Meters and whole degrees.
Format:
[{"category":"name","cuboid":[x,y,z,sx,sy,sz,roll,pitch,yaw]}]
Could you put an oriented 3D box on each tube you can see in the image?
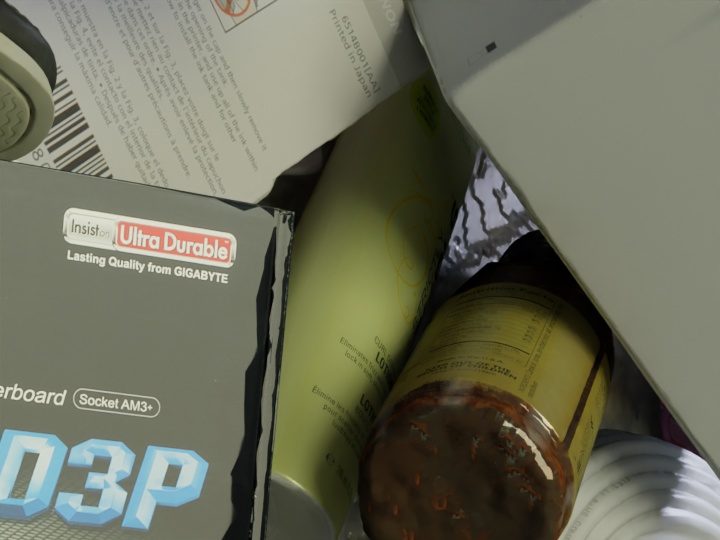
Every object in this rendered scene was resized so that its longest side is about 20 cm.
[{"category":"tube","cuboid":[0.000,0.000,0.805,0.052,0.058,0.201,29,51,-7]}]

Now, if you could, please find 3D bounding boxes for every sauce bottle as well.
[{"category":"sauce bottle","cuboid":[0.047,0.036,0.799,0.200,0.066,0.066,-51,121,-70]}]

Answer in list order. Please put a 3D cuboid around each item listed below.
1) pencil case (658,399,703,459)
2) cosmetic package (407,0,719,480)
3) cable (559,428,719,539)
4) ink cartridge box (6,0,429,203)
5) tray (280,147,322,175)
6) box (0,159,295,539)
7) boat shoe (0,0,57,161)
[{"category":"pencil case","cuboid":[0.164,-0.018,0.971,0.087,0.087,0.201,37,54,-37]},{"category":"cosmetic package","cuboid":[0.150,-0.059,0.795,0.200,0.199,0.123,53,11,-27]},{"category":"cable","cuboid":[0.085,0.149,0.847,0.200,0.069,0.201,-46,115,-45]},{"category":"ink cartridge box","cuboid":[-0.078,-0.107,0.712,0.176,0.045,0.201,-39,110,-47]},{"category":"tray","cuboid":[-0.090,-0.078,0.742,0.199,0.022,0.108,-3,83,-50]},{"category":"box","cuboid":[-0.117,0.050,0.602,0.199,0.046,0.160,10,81,-29]},{"category":"boat shoe","cuboid":[-0.156,-0.091,0.601,0.199,0.072,0.068,28,49,-17]}]
